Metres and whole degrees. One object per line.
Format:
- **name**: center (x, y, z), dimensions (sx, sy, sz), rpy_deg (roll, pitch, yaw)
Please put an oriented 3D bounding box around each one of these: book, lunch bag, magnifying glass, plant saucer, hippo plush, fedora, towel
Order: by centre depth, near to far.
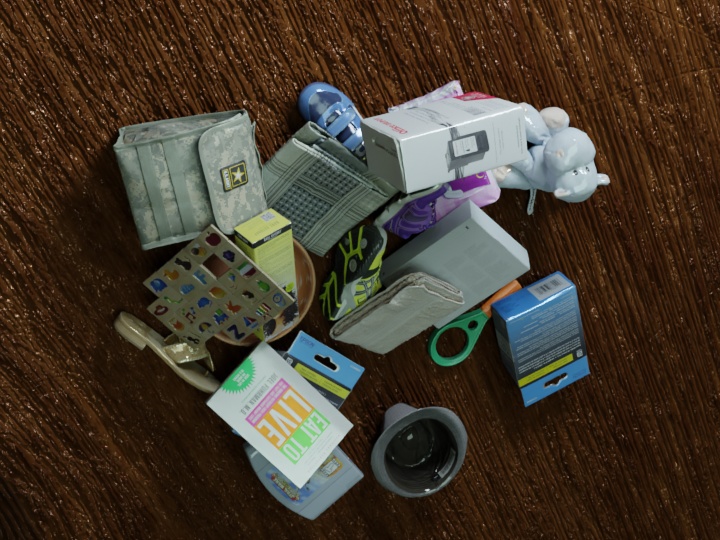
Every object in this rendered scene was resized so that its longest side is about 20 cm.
- **lunch bag**: center (-0.237, -0.136, 1.535), dimensions (0.199, 0.118, 0.165), rpy_deg (-12, 114, -3)
- **towel**: center (-0.069, -0.116, 1.615), dimensions (0.192, 0.035, 0.200), rpy_deg (33, 126, -27)
- **book**: center (-0.127, 0.225, 1.672), dimensions (0.200, 0.048, 0.134), rpy_deg (43, 81, -7)
- **plant saucer**: center (-0.170, 0.022, 1.676), dimensions (0.199, 0.037, 0.201), rpy_deg (-7, 114, -17)
- **hippo plush**: center (0.298, -0.161, 1.704), dimensions (0.158, 0.161, 0.201), rpy_deg (-17, 115, -13)
- **towel**: center (0.062, 0.074, 1.719), dimensions (0.200, 0.035, 0.132), rpy_deg (-36, 142, 30)
- **magnifying glass**: center (0.200, 0.088, 1.846), dimensions (0.200, 0.022, 0.080), rpy_deg (-41, 118, 1)
- **fedora**: center (0.091, 0.298, 1.847), dimensions (0.177, 0.090, 0.200), rpy_deg (-37, 124, -1)

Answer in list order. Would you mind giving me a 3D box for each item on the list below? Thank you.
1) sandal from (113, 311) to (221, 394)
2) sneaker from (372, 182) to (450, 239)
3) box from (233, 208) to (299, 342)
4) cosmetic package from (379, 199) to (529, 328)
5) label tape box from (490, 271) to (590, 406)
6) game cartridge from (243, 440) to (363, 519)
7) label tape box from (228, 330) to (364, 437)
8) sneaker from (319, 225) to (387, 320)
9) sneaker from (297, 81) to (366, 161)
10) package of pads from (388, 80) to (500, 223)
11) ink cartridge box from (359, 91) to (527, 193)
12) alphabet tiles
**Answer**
- **sandal**: center (-0.279, 0.114, 1.651), dimensions (0.211, 0.078, 0.070), rpy_deg (37, 101, -22)
- **sneaker**: center (0.095, -0.106, 1.644), dimensions (0.083, 0.200, 0.081), rpy_deg (34, 65, -9)
- **box**: center (-0.139, 0.010, 1.591), dimensions (0.075, 0.050, 0.201), rpy_deg (-32, 138, -28)
- **cosmetic package**: center (0.151, -0.007, 1.725), dimensions (0.200, 0.052, 0.151), rpy_deg (-35, 125, 27)
- **label tape box**: center (0.318, 0.122, 1.870), dimensions (0.144, 0.063, 0.201), rpy_deg (-25, 124, -12)
- **game cartridge**: center (-0.098, 0.322, 1.752), dimensions (0.133, 0.042, 0.200), rpy_deg (-43, 121, -6)
- **label tape box**: center (-0.109, 0.202, 1.754), dimensions (0.143, 0.066, 0.201), rpy_deg (32, 95, -28)
- **sneaker**: center (0.000, 0.000, 1.693), dimensions (0.076, 0.076, 0.200), rpy_deg (-2, 142, -31)
- **sneaker**: center (-0.016, -0.207, 1.619), dimensions (0.074, 0.082, 0.200), rpy_deg (-43, 116, 3)
- **package of pads**: center (0.134, -0.186, 1.673), dimensions (0.120, 0.076, 0.201), rpy_deg (-20, 116, 10)
- **ink cartridge box**: center (0.117, -0.188, 1.527), dimensions (0.199, 0.145, 0.084), rpy_deg (-17, 114, -17)
- **alphabet tiles**: center (-0.221, 0.039, 1.568), dimensions (0.200, 0.008, 0.167), rpy_deg (-35, 111, 31)
